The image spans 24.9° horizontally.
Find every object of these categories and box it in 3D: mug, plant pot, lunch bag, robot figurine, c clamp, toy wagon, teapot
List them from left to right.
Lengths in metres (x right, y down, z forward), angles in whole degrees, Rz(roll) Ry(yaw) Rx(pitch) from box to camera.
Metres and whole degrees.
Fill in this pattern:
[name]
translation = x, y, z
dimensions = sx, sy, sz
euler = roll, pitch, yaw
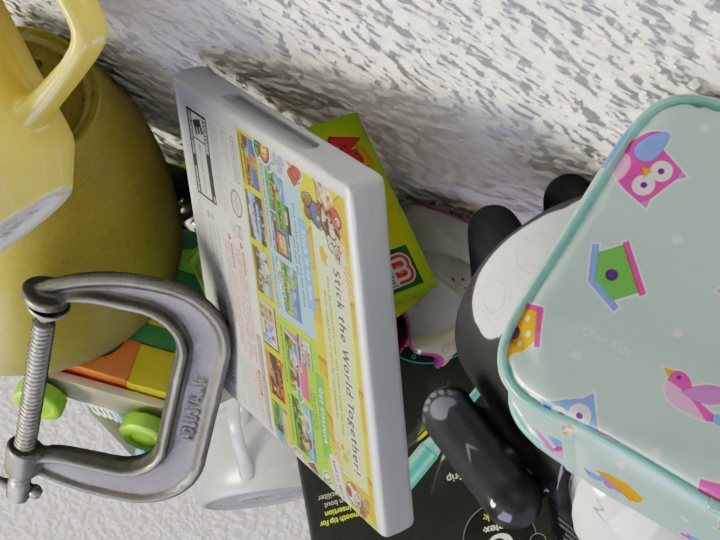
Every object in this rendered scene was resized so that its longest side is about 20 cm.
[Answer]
[mug]
translation = -0.215, -0.083, 0.792
dimensions = 0.153, 0.149, 0.187
euler = 54, 155, -1
[plant pot]
translation = -0.203, -0.059, 0.956
dimensions = 0.200, 0.200, 0.142
euler = 24, 148, 8
[c clamp]
translation = -0.164, 0.072, 0.936
dimensions = 0.171, 0.027, 0.200
euler = 19, 126, -6
[toy wagon]
translation = -0.165, 0.022, 1.018
dimensions = 0.200, 0.155, 0.040
euler = 16, 147, 1
[teapot]
translation = -0.140, 0.232, 2.163
dimensions = 0.197, 0.146, 0.200
euler = 3, 162, -38
[robot figurine]
translation = 0.120, 0.047, 0.734
dimensions = 0.125, 0.150, 0.200
euler = 24, -155, -45
[lunch bag]
translation = 0.166, 0.031, 0.609
dimensions = 0.200, 0.161, 0.077
euler = 28, 164, 17

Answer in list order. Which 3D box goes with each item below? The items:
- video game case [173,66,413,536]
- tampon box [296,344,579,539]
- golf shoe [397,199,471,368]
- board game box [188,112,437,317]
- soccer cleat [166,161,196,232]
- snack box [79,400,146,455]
[video game case]
translation = -0.035, 0.013, 0.844
dimensions = 0.182, 0.023, 0.200
euler = 36, 139, 50
[tampon box]
translation = 0.048, 0.125, 1.030
dimensions = 0.150, 0.200, 0.126
euler = -16, 158, 12
[golf shoe]
translation = 0.000, 0.000, 0.971
dimensions = 0.075, 0.092, 0.200
euler = 33, 167, -40
[board game box]
translation = -0.033, 0.000, 0.912
dimensions = 0.102, 0.048, 0.200
euler = 65, 155, 8
[soccer cleat]
translation = -0.088, -0.016, 1.099
dimensions = 0.200, 0.081, 0.068
euler = 26, 168, 4
[snack box]
translation = -0.166, 0.018, 1.067
dimensions = 0.200, 0.116, 0.037
euler = 43, 151, 17
